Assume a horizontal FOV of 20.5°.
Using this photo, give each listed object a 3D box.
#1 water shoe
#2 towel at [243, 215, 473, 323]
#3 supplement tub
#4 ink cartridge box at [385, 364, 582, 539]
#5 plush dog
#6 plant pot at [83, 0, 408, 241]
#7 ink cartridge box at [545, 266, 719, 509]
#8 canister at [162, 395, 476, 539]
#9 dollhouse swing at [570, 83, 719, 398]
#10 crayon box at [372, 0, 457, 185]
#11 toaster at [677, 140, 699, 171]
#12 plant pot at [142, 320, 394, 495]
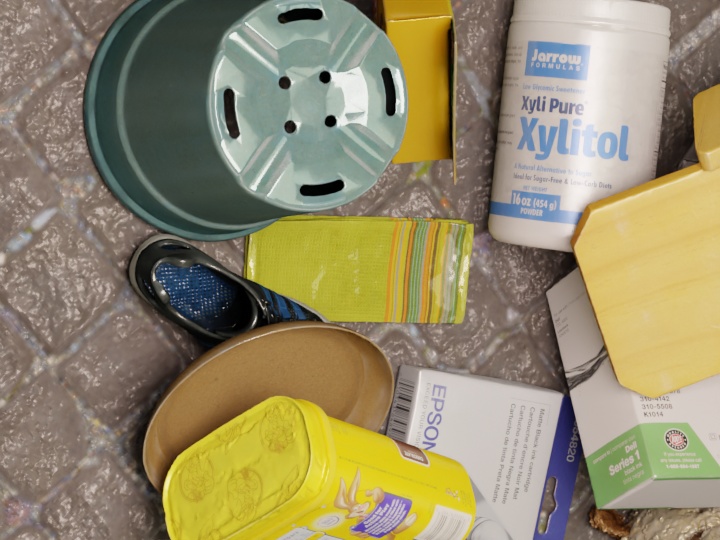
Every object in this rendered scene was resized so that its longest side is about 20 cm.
[{"bbox_3d":[-0.085,0.045,1.496,0.200,0.079,0.072,29,93,-23],"label":"water shoe"},{"bbox_3d":[0.000,0.000,1.581,0.200,0.018,0.086,1,95,-29],"label":"towel"},{"bbox_3d":[0.176,-0.117,1.599,0.132,0.132,0.200,3,94,-29],"label":"supplement tub"},{"bbox_3d":[0.104,0.189,1.646,0.200,0.041,0.200,11,91,-29],"label":"ink cartridge box"},{"bbox_3d":[0.295,0.253,1.683,0.160,0.172,0.200,36,79,-27],"label":"plush dog"},{"bbox_3d":[-0.072,-0.118,1.416,0.200,0.196,0.200,-1,93,-25],"label":"plant pot"},{"bbox_3d":[0.251,0.090,1.639,0.146,0.084,0.200,2,64,-30],"label":"ink cartridge box"},{"bbox_3d":[-0.026,0.174,1.494,0.200,0.149,0.087,24,43,-46],"label":"canister"},{"bbox_3d":[0.270,-0.024,1.583,0.176,0.182,0.200,-15,113,15],"label":"dollhouse swing"},{"bbox_3d":[0.039,-0.169,1.462,0.051,0.200,0.127,-4,128,-2],"label":"crayon box"},{"bbox_3d":[0.368,-0.073,1.722,0.129,0.114,0.200,-49,119,-11],"label":"toaster"},{"bbox_3d":[-0.072,0.106,1.497,0.200,0.027,0.200,-16,138,-15],"label":"plant pot"}]
